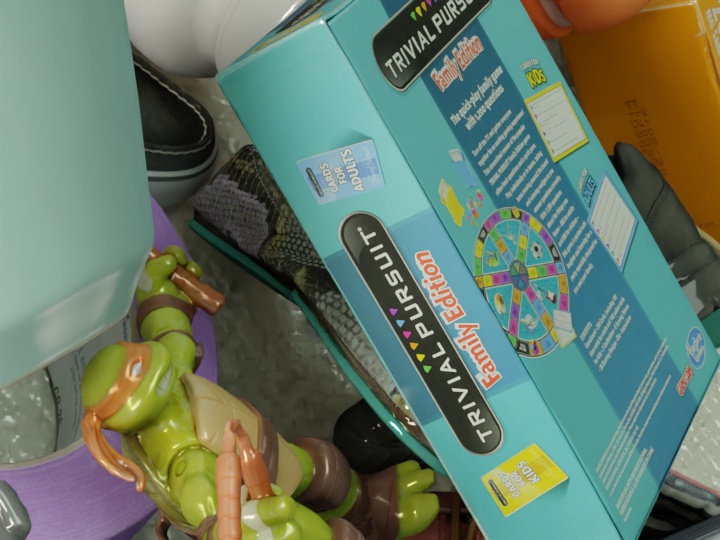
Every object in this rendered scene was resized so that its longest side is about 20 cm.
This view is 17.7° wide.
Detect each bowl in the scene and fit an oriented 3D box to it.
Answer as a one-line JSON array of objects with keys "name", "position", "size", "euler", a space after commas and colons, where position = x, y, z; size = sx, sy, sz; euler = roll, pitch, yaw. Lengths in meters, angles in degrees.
[{"name": "bowl", "position": [-0.138, -0.009, 0.659], "size": [0.201, 0.200, 0.105], "euler": [-33, 98, -47]}]

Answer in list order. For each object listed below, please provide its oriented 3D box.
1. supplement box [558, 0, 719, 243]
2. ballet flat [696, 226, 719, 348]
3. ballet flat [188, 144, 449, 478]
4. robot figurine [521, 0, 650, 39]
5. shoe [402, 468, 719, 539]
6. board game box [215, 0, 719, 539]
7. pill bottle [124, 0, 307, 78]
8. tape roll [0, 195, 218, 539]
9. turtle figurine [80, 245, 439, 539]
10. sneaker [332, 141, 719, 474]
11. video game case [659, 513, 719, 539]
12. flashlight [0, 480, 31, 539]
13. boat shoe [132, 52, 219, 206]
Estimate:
[{"name": "supplement box", "position": [0.172, -0.116, 1.096], "size": [0.200, 0.073, 0.126], "euler": [-56, 132, -47]}, {"name": "ballet flat", "position": [0.083, -0.023, 1.004], "size": [0.199, 0.069, 0.063], "euler": [21, 31, -24]}, {"name": "ballet flat", "position": [0.000, 0.000, 0.852], "size": [0.072, 0.072, 0.200], "euler": [6, 22, -33]}, {"name": "robot figurine", "position": [0.050, -0.154, 0.986], "size": [0.144, 0.199, 0.117], "euler": [-52, 133, -57]}, {"name": "shoe", "position": [0.049, 0.101, 0.855], "size": [0.199, 0.091, 0.072], "euler": [15, 49, -27]}, {"name": "board game box", "position": [0.045, -0.013, 0.799], "size": [0.200, 0.047, 0.151], "euler": [59, 29, -10]}, {"name": "pill bottle", "position": [-0.074, -0.151, 0.922], "size": [0.113, 0.113, 0.200], "euler": [-20, 56, -44]}, {"name": "tape roll", "position": [-0.151, 0.024, 0.790], "size": [0.199, 0.066, 0.201], "euler": [21, 47, -23]}, {"name": "turtle figurine", "position": [-0.036, 0.069, 0.738], "size": [0.161, 0.064, 0.200], "euler": [39, 12, -35]}, {"name": "sneaker", "position": [0.059, 0.016, 0.921], "size": [0.200, 0.076, 0.091], "euler": [-30, 90, -36]}, {"name": "video game case", "position": [0.142, 0.190, 0.836], "size": [0.143, 0.019, 0.201], "euler": [-15, 97, -43]}, {"name": "flashlight", "position": [-0.154, 0.117, 0.610], "size": [0.068, 0.200, 0.068], "euler": [-24, 72, -45]}, {"name": "boat shoe", "position": [-0.138, -0.085, 0.892], "size": [0.199, 0.057, 0.069], "euler": [23, 46, -20]}]
